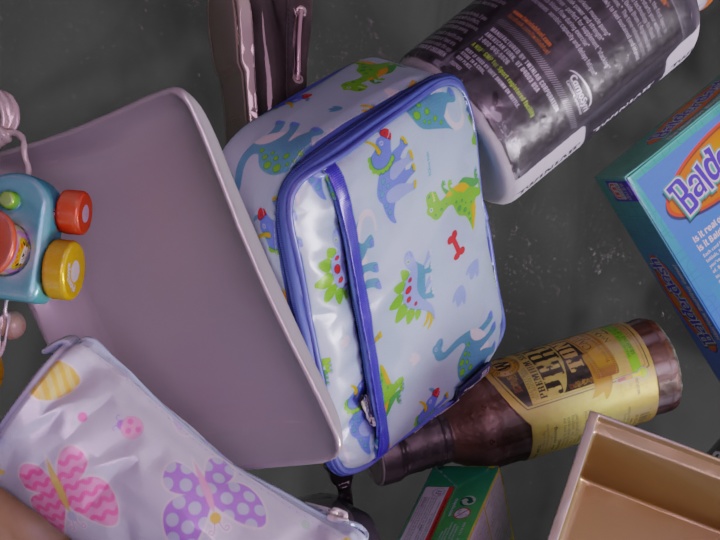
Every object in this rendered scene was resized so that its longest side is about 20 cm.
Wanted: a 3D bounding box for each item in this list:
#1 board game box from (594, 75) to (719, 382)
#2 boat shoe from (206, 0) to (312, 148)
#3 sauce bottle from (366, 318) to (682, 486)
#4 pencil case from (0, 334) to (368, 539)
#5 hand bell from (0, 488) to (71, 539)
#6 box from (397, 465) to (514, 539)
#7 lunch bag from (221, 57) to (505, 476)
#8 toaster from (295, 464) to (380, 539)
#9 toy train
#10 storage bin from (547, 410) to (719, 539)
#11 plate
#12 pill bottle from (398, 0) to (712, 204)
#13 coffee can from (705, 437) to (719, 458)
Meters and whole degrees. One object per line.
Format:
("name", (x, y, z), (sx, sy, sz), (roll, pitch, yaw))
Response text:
("board game box", (0.262, -0.022, 1.084), (0.152, 0.045, 0.201), (-37, 104, -14))
("boat shoe", (-0.047, -0.069, 0.961), (0.056, 0.067, 0.203), (-7, 98, -25))
("sauce bottle", (0.096, 0.082, 1.021), (0.198, 0.065, 0.066), (-16, 98, -19))
("pencil case", (-0.092, 0.119, 0.855), (0.199, 0.083, 0.091), (34, 111, 1))
("hand bell", (-0.226, 0.085, 0.910), (0.104, 0.104, 0.201), (-37, 92, -14))
("box", (0.064, 0.226, 0.975), (0.118, 0.048, 0.202), (-55, 136, -54))
("lunch bag", (0.000, 0.000, 0.929), (0.160, 0.082, 0.202), (-32, 127, -37))
("toaster", (-0.054, 0.208, 0.951), (0.128, 0.114, 0.203), (-6, 95, -17))
("toy train", (-0.232, 0.003, 0.859), (0.200, 0.056, 0.150), (-45, 79, 6))
("storage bin", (0.177, 0.212, 0.894), (0.196, 0.094, 0.202), (20, 69, 8))
("plate", (-0.105, 0.012, 0.893), (0.032, 0.198, 0.202), (-33, 104, -43))
("pill bottle", (0.126, -0.138, 0.997), (0.199, 0.106, 0.107), (-39, 104, -14))
("coffee can", (0.226, 0.202, 1.030), (0.200, 0.146, 0.147), (-46, 106, -11))
